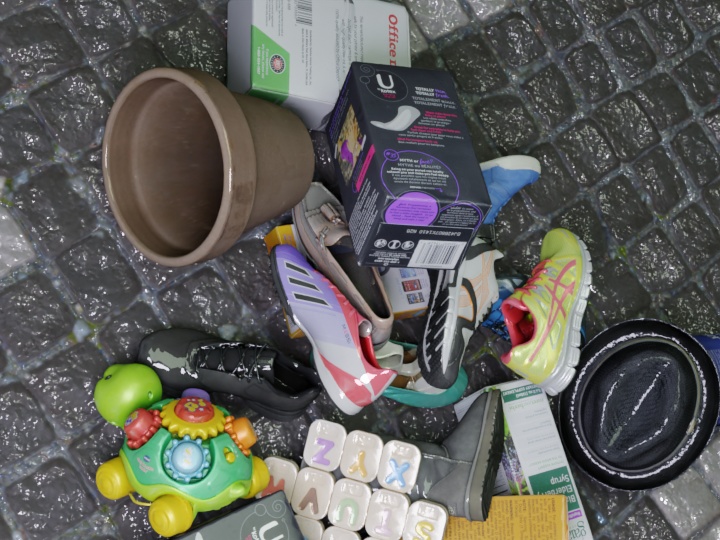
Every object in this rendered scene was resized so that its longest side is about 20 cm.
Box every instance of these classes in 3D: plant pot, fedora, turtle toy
[{"bbox_3d":[-0.142,-0.113,1.522,0.174,0.199,0.202,-9,75,-47],"label":"plant pot"},{"bbox_3d":[0.312,0.153,1.648,0.198,0.092,0.203,-1,86,14],"label":"fedora"},{"bbox_3d":[-0.183,0.163,1.413,0.199,0.102,0.145,27,29,31],"label":"turtle toy"}]

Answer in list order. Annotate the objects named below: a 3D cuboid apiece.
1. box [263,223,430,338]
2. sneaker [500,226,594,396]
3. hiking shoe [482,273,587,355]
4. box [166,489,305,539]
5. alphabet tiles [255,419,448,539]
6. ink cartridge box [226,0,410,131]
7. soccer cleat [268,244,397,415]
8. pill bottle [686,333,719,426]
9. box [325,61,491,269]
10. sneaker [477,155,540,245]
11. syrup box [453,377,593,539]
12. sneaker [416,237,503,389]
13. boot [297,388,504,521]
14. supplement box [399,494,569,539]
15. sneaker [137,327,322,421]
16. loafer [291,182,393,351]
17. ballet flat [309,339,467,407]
[{"bbox_3d":[0.000,0.000,1.628,0.198,0.041,0.120,-10,76,-28],"label":"box"},{"bbox_3d":[0.201,0.033,1.620,0.089,0.078,0.202,19,58,-15],"label":"sneaker"},{"bbox_3d":[0.185,0.056,1.684,0.198,0.074,0.088,4,69,-26],"label":"hiking shoe"},{"bbox_3d":[-0.148,0.307,1.382,0.198,0.106,0.123,-22,83,-23],"label":"box"},{"bbox_3d":[-0.016,0.258,1.460,0.198,0.015,0.198,15,92,11],"label":"alphabet tiles"},{"bbox_3d":[-0.047,-0.240,1.665,0.198,0.084,0.148,9,69,-25],"label":"ink cartridge box"},{"bbox_3d":[-0.030,0.049,1.507,0.068,0.073,0.201,21,38,-62],"label":"soccer cleat"},{"bbox_3d":[0.447,0.132,1.773,0.198,0.112,0.113,-3,73,-29],"label":"pill bottle"},{"bbox_3d":[0.047,-0.111,1.546,0.121,0.107,0.201,4,49,-20],"label":"box"},{"bbox_3d":[0.141,-0.070,1.710,0.199,0.076,0.113,-11,87,-41],"label":"sneaker"},{"bbox_3d":[0.181,0.227,1.614,0.078,0.081,0.202,-10,75,-29],"label":"syrup box"},{"bbox_3d":[0.113,0.041,1.576,0.079,0.074,0.202,23,57,-17],"label":"sneaker"},{"bbox_3d":[0.045,0.186,1.526,0.182,0.198,0.073,-66,150,-50],"label":"boot"},{"bbox_3d":[0.118,0.274,1.520,0.197,0.067,0.070,-5,70,4],"label":"supplement box"},{"bbox_3d":[-0.129,0.097,1.494,0.198,0.091,0.077,14,68,-22],"label":"sneaker"},{"bbox_3d":[-0.012,-0.014,1.557,0.071,0.063,0.202,-14,69,-27],"label":"loafer"},{"bbox_3d":[0.043,0.107,1.592,0.198,0.070,0.068,11,66,-24],"label":"ballet flat"}]
